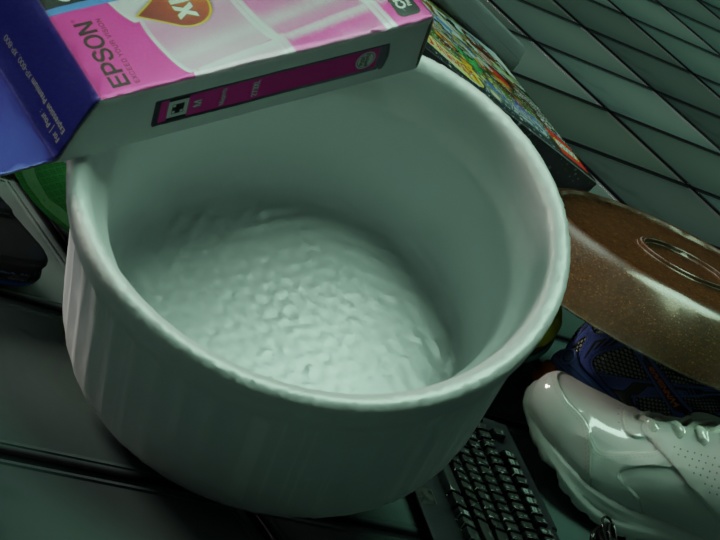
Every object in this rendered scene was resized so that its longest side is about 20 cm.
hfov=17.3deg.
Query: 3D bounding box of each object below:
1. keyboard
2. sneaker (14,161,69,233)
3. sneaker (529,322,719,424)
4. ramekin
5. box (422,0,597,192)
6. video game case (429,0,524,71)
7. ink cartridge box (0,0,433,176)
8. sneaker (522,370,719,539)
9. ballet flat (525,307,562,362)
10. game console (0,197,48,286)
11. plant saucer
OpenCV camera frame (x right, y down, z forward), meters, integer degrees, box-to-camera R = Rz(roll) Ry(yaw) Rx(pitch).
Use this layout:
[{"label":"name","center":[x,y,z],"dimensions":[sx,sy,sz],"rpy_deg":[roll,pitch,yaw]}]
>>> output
[{"label":"keyboard","center":[0.080,0.120,1.059],"dimensions":[0.127,0.021,0.200],"rpy_deg":[25,20,-22]},{"label":"sneaker","center":[-0.079,-0.010,1.051],"dimensions":[0.200,0.074,0.084],"rpy_deg":[38,15,17]},{"label":"sneaker","center":[0.188,0.067,1.289],"dimensions":[0.200,0.078,0.075],"rpy_deg":[17,23,-39]},{"label":"ramekin","center":[-0.025,0.002,0.950],"dimensions":[0.200,0.098,0.200],"rpy_deg":[9,48,-11]},{"label":"box","center":[0.031,-0.116,1.275],"dimensions":[0.200,0.038,0.137],"rpy_deg":[34,16,-43]},{"label":"video game case","center":[-0.014,-0.195,1.396],"dimensions":[0.182,0.022,0.200],"rpy_deg":[28,-4,34]},{"label":"ink cartridge box","center":[-0.078,-0.100,0.935],"dimensions":[0.200,0.037,0.095],"rpy_deg":[-19,58,-27]},{"label":"sneaker","center":[0.174,0.097,1.145],"dimensions":[0.200,0.099,0.078],"rpy_deg":[34,19,8]},{"label":"ballet flat","center":[0.080,-0.008,1.316],"dimensions":[0.067,0.067,0.200],"rpy_deg":[2,16,5]},{"label":"game console","center":[-0.217,-0.102,0.992],"dimensions":[0.171,0.118,0.200],"rpy_deg":[11,27,-48]},{"label":"plant saucer","center":[0.159,0.008,1.215],"dimensions":[0.200,0.034,0.200],"rpy_deg":[24,14,-6]}]
